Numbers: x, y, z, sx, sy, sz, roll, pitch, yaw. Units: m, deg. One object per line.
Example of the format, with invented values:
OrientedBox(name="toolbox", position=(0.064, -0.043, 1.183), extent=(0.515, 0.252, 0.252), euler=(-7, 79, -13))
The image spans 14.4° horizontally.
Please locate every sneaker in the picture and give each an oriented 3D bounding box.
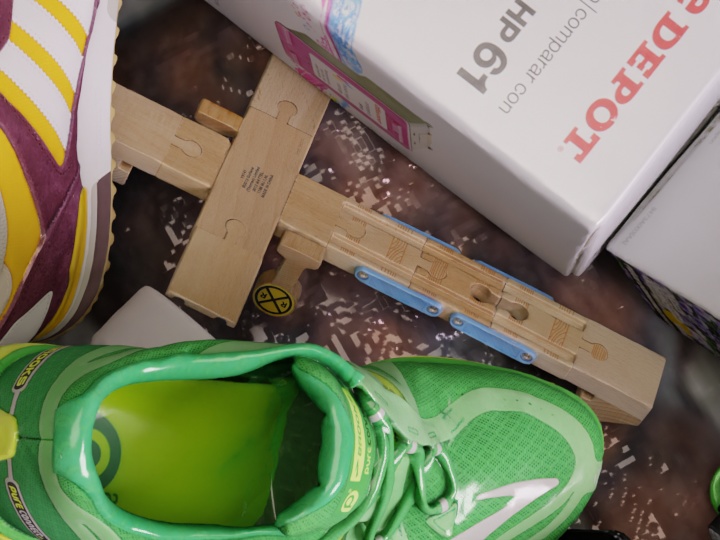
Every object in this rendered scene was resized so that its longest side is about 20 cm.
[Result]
OrientedBox(name="sneaker", position=(-0.012, 0.057, 0.773), extent=(0.200, 0.084, 0.074), euler=(3, 88, -31))
OrientedBox(name="sneaker", position=(-0.115, -0.072, 0.819), extent=(0.075, 0.090, 0.200), euler=(-3, 96, 21))

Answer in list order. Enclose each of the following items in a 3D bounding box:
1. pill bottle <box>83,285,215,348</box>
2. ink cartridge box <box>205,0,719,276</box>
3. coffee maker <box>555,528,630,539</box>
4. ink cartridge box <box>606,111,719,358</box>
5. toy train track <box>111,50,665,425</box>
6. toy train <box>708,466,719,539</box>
OrientedBox(name="pill bottle", position=(-0.105, 0.103, 0.841), extent=(0.111, 0.111, 0.200), euler=(44, 83, 4))
OrientedBox(name="ink cartridge box", position=(0.036, -0.116, 0.889), extent=(0.200, 0.085, 0.145), euler=(38, 80, 4))
OrientedBox(name="coffee maker", position=(0.013, 0.166, 0.816), extent=(0.200, 0.192, 0.135), euler=(-33, 123, -25))
OrientedBox(name="ink cartridge box", position=(0.181, 0.007, 0.842), extent=(0.109, 0.050, 0.200), euler=(-48, 49, -7))
OrientedBox(name="toy train track", position=(0.000, 0.000, 0.897), extent=(0.200, 0.033, 0.115), euler=(26, 46, -5))
OrientedBox(name="toy train", position=(0.190, 0.025, 0.900), extent=(0.056, 0.042, 0.200), euler=(44, 83, -6))
